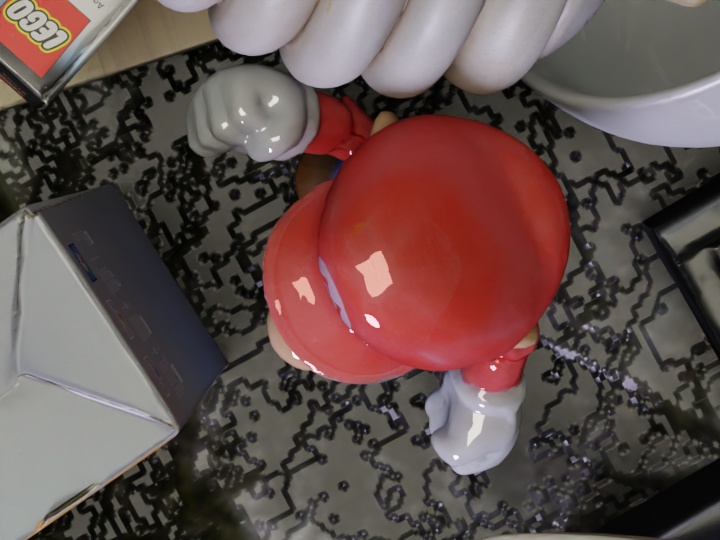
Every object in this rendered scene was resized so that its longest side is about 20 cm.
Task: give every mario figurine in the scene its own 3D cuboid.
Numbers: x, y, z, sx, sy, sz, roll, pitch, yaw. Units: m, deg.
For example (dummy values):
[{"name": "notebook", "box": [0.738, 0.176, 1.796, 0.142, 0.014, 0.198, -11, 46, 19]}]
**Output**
[{"name": "mario figurine", "box": [0.000, 0.000, 0.911, 0.123, 0.200, 0.107, 17, 93, 1]}]

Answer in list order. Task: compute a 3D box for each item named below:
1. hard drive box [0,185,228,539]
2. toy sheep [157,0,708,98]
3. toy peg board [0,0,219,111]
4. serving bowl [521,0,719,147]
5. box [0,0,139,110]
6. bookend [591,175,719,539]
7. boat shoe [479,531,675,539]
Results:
[{"name": "hard drive box", "box": [-0.128, 0.049, 0.918, 0.155, 0.200, 0.077, -34, 93, 4]}, {"name": "toy sheep", "box": [0.009, -0.113, 0.841, 0.199, 0.138, 0.139, 13, 94, -9]}, {"name": "toy peg board", "box": [-0.083, -0.167, 0.955, 0.198, 0.098, 0.201, -17, 93, 3]}, {"name": "serving bowl", "box": [0.134, -0.114, 0.923, 0.200, 0.200, 0.066, -47, 123, 4]}, {"name": "box", "box": [-0.133, -0.154, 0.891, 0.200, 0.035, 0.110, 41, 83, -8]}, {"name": "bookend", "box": [0.133, 0.056, 0.966, 0.198, 0.092, 0.201, -29, 91, 3]}, {"name": "boat shoe", "box": [0.128, 0.121, 0.886, 0.198, 0.075, 0.067, 11, 81, -6]}]
